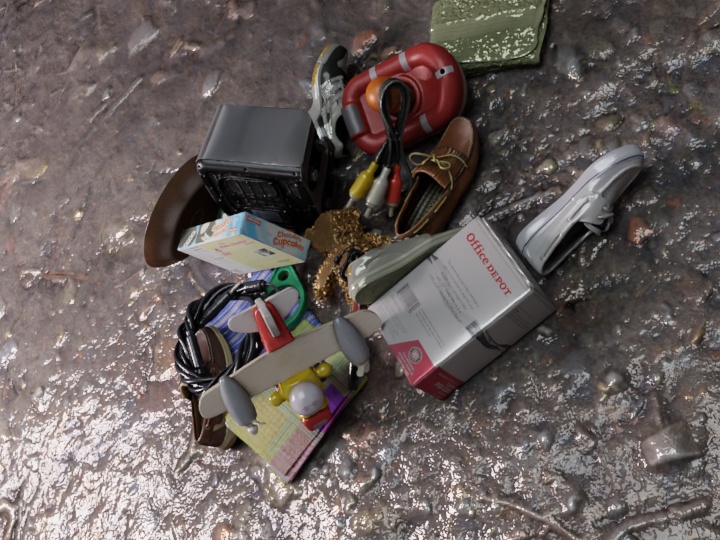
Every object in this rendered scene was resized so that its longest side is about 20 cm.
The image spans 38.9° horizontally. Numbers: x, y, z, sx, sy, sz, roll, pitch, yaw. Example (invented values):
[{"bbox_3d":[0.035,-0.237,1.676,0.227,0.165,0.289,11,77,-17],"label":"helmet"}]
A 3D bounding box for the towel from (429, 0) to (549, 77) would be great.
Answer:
[{"bbox_3d":[0.186,-0.360,1.519,0.199,0.036,0.149,-3,66,33],"label":"towel"}]

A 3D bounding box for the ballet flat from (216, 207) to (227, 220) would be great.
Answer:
[{"bbox_3d":[-0.185,-0.147,1.658,0.069,0.069,0.201,-5,71,33],"label":"ballet flat"}]

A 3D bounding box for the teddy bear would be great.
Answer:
[{"bbox_3d":[0.000,0.000,1.467,0.200,0.067,0.145,37,101,33],"label":"teddy bear"}]

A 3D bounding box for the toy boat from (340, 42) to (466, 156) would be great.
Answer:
[{"bbox_3d":[0.052,-0.252,1.481,0.199,0.131,0.131,-23,83,25],"label":"toy boat"}]

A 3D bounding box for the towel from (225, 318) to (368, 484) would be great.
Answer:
[{"bbox_3d":[-0.093,0.184,1.445,0.143,0.023,0.200,37,92,27],"label":"towel"}]

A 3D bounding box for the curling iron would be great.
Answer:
[{"bbox_3d":[-0.012,0.064,1.406,0.049,0.026,0.201,-1,88,-6],"label":"curling iron"}]

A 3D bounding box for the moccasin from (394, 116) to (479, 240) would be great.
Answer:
[{"bbox_3d":[0.105,-0.128,1.437,0.074,0.078,0.202,28,86,39],"label":"moccasin"}]

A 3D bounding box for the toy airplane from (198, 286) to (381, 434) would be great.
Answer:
[{"bbox_3d":[-0.087,0.125,1.316,0.201,0.198,0.141,-62,34,21],"label":"toy airplane"}]

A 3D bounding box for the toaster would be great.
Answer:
[{"bbox_3d":[-0.139,-0.146,1.522,0.199,0.181,0.119,6,64,17],"label":"toaster"}]

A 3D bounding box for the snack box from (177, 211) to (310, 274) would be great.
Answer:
[{"bbox_3d":[-0.177,-0.038,1.523,0.200,0.116,0.037,-9,63,54],"label":"snack box"}]

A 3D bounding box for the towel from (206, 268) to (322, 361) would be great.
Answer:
[{"bbox_3d":[-0.144,0.092,1.539,0.145,0.024,0.200,-48,51,5],"label":"towel"}]

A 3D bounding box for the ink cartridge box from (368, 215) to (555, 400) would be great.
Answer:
[{"bbox_3d":[0.131,0.049,1.332,0.200,0.085,0.146,-41,52,14],"label":"ink cartridge box"}]

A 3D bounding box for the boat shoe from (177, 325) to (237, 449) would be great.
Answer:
[{"bbox_3d":[-0.235,0.170,1.522,0.072,0.072,0.201,-38,52,42],"label":"boat shoe"}]

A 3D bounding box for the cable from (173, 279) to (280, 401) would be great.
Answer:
[{"bbox_3d":[-0.207,0.097,1.491,0.163,0.051,0.201,5,60,30],"label":"cable"}]

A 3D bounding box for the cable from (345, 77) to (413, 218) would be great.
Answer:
[{"bbox_3d":[0.048,-0.167,1.439,0.050,0.097,0.201,-111,35,-56],"label":"cable"}]

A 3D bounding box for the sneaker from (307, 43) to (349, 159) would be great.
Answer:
[{"bbox_3d":[-0.034,-0.264,1.613,0.087,0.076,0.201,6,75,20],"label":"sneaker"}]

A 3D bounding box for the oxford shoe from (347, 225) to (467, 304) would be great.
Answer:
[{"bbox_3d":[0.068,-0.020,1.377,0.199,0.075,0.058,-24,54,-10],"label":"oxford shoe"}]

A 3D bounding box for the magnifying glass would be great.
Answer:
[{"bbox_3d":[-0.114,0.003,1.550,0.079,0.022,0.201,-13,57,23],"label":"magnifying glass"}]

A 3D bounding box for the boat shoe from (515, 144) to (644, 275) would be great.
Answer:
[{"bbox_3d":[0.291,-0.073,1.297,0.200,0.073,0.065,-46,55,21],"label":"boat shoe"}]

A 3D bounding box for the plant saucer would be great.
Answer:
[{"bbox_3d":[-0.273,-0.087,1.620,0.037,0.200,0.201,27,85,12],"label":"plant saucer"}]
